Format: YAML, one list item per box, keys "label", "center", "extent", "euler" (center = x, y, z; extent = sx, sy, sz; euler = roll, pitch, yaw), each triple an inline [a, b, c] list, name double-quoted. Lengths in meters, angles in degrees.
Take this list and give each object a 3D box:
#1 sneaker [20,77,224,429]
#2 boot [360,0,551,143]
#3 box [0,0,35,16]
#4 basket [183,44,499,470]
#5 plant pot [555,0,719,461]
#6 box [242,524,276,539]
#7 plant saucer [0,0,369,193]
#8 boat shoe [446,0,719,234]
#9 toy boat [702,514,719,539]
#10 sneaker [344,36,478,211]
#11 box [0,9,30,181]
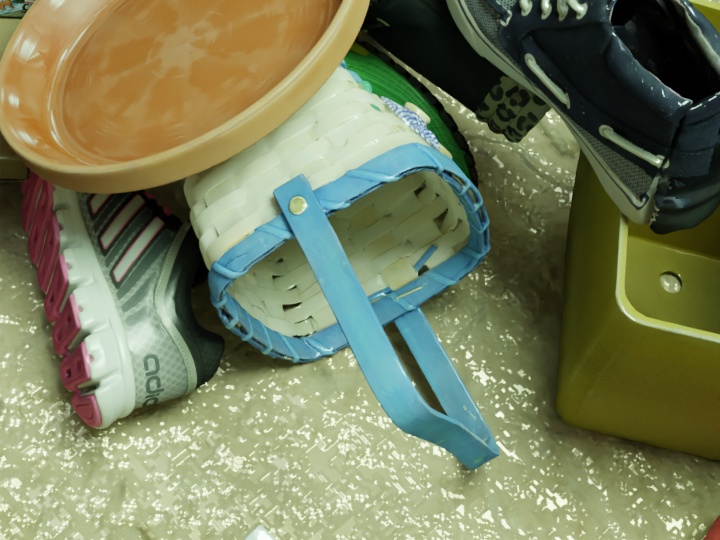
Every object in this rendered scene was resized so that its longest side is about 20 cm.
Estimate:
- label: "sneaker"
  center: [-0.122, -0.016, 0.800]
  extent: [0.087, 0.074, 0.201]
  euler: [-5, 62, -25]
- label: "boot"
  center: [0.048, -0.140, 0.873]
  extent: [0.154, 0.204, 0.074]
  euler: [40, 99, -1]
- label: "box"
  center: [-0.181, -0.227, 0.898]
  extent: [0.136, 0.038, 0.201]
  euler: [-1, 51, -17]
- label: "basket"
  center: [0.000, 0.000, 0.758]
  extent: [0.138, 0.176, 0.201]
  euler: [-27, 70, 7]
- label: "plant pot"
  center: [0.199, 0.001, 0.819]
  extent: [0.199, 0.177, 0.201]
  euler: [14, 58, -9]
- label: "box"
  center: [-0.021, 0.231, 0.668]
  extent: [0.200, 0.102, 0.112]
  euler: [44, 60, 11]
- label: "plant saucer"
  center: [-0.086, -0.114, 0.751]
  extent: [0.199, 0.032, 0.201]
  euler: [-15, 45, 16]
- label: "boat shoe"
  center: [0.106, -0.118, 0.709]
  extent: [0.074, 0.093, 0.200]
  euler: [-29, 62, -16]
- label: "toy boat"
  center: [0.214, 0.190, 0.743]
  extent: [0.130, 0.131, 0.200]
  euler: [38, 58, 7]
- label: "sneaker"
  center: [-0.018, -0.094, 0.884]
  extent: [0.199, 0.078, 0.085]
  euler: [35, 94, -3]
- label: "box"
  center: [-0.276, -0.110, 0.810]
  extent: [0.198, 0.021, 0.164]
  euler: [0, 47, -13]
